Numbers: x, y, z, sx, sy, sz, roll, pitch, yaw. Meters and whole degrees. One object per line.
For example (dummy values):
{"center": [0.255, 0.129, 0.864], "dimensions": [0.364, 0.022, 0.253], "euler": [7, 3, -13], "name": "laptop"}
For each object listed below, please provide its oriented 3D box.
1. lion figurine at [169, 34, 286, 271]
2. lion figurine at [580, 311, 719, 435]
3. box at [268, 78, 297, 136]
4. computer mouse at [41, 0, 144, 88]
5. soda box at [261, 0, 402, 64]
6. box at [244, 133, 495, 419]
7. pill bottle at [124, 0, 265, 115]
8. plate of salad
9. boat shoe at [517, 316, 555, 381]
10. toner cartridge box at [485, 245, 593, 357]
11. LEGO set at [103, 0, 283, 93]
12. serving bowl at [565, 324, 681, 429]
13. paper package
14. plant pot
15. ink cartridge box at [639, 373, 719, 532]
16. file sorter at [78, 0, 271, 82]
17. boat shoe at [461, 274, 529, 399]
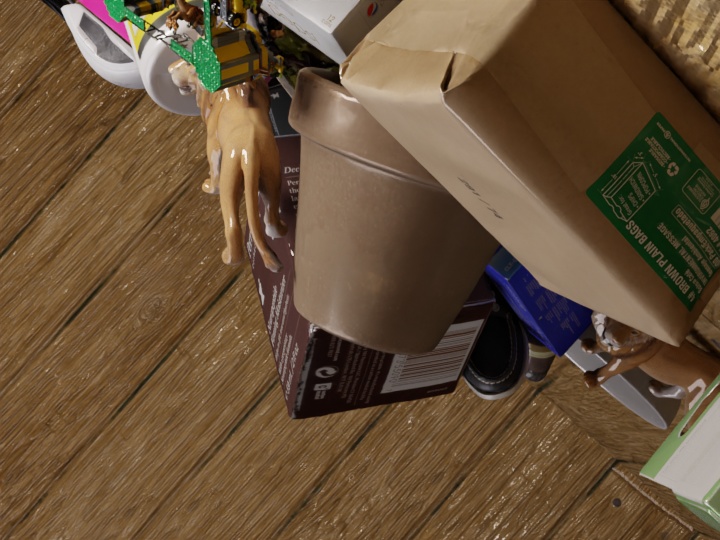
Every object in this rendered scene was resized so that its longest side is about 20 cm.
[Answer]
{"center": [-0.090, -0.097, 0.976], "dimensions": [0.200, 0.072, 0.123], "euler": [-125, 32, -50], "name": "lion figurine"}
{"center": [0.278, 0.083, 1.149], "dimensions": [0.199, 0.073, 0.122], "euler": [27, 139, -20], "name": "lion figurine"}
{"center": [-0.056, -0.134, 1.386], "dimensions": [0.141, 0.078, 0.201], "euler": [-122, 12, -63], "name": "box"}
{"center": [-0.280, -0.240, 1.315], "dimensions": [0.200, 0.044, 0.110], "euler": [41, -178, 26], "name": "computer mouse"}
{"center": [-0.053, -0.228, 0.965], "dimensions": [0.200, 0.064, 0.068], "euler": [39, 176, 32], "name": "soda box"}
{"center": [0.000, 0.000, 1.140], "dimensions": [0.166, 0.163, 0.201], "euler": [105, 152, -55], "name": "box"}
{"center": [-0.157, -0.243, 1.117], "dimensions": [0.114, 0.114, 0.201], "euler": [45, -161, -55], "name": "pill bottle"}
{"center": [-0.019, -0.175, 1.069], "dimensions": [0.200, 0.048, 0.201], "euler": [39, -150, -28], "name": "plate of salad"}
{"center": [0.130, 0.034, 1.273], "dimensions": [0.071, 0.066, 0.201], "euler": [-7, -142, -28], "name": "boat shoe"}
{"center": [0.168, -0.001, 1.099], "dimensions": [0.043, 0.095, 0.200], "euler": [40, 176, 30], "name": "toner cartridge box"}
{"center": [-0.095, -0.222, 0.895], "dimensions": [0.200, 0.115, 0.155], "euler": [32, 134, 45], "name": "LEGO set"}
{"center": [0.257, 0.073, 1.312], "dimensions": [0.200, 0.066, 0.200], "euler": [41, 177, 3], "name": "serving bowl"}
{"center": [0.108, -0.073, 0.721], "dimensions": [0.200, 0.104, 0.191], "euler": [43, 177, -19], "name": "paper package"}
{"center": [0.026, -0.038, 0.936], "dimensions": [0.199, 0.175, 0.200], "euler": [18, -168, -4], "name": "plant pot"}
{"center": [0.261, 0.101, 0.836], "dimensions": [0.048, 0.146, 0.200], "euler": [40, 177, 5], "name": "ink cartridge box"}
{"center": [-0.171, -0.267, 1.279], "dimensions": [0.200, 0.139, 0.125], "euler": [40, 180, 32], "name": "file sorter"}
{"center": [0.111, 0.025, 1.190], "dimensions": [0.060, 0.073, 0.201], "euler": [63, -161, -49], "name": "boat shoe"}
